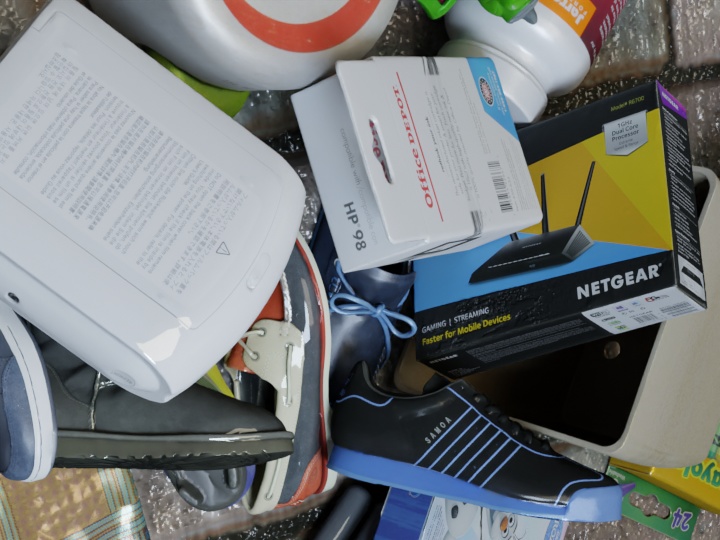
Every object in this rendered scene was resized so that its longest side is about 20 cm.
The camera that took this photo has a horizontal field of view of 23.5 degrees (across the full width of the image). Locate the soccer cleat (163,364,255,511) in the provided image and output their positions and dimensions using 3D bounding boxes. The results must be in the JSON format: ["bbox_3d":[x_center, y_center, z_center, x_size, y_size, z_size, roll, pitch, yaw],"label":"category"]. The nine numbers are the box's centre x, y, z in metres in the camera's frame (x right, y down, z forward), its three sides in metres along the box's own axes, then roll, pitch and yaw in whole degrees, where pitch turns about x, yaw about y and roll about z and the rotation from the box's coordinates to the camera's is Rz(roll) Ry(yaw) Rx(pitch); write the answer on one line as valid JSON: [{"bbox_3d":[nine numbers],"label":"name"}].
[{"bbox_3d":[-0.123,0.058,1.103,0.064,0.084,0.202,-22,94,5],"label":"soccer cleat"}]

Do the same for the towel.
[{"bbox_3d":[-0.210,0.124,1.064,0.146,0.022,0.202,-26,110,-31],"label":"towel"}]

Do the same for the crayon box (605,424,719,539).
[{"bbox_3d":[0.279,0.117,1.410,0.125,0.051,0.202,27,80,-36],"label":"crayon box"}]

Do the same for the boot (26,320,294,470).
[{"bbox_3d":[-0.126,0.016,1.032,0.180,0.073,0.202,3,75,-6],"label":"boot"}]

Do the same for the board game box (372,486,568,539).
[{"bbox_3d":[0.066,0.234,1.237,0.199,0.043,0.202,31,76,-52],"label":"board game box"}]

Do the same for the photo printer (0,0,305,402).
[{"bbox_3d":[-0.137,-0.036,0.964,0.199,0.069,0.167,36,61,-7],"label":"photo printer"}]

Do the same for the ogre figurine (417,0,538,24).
[{"bbox_3d":[0.053,-0.231,1.133,0.099,0.199,0.120,-58,144,-14],"label":"ogre figurine"}]

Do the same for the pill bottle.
[{"bbox_3d":[0.130,-0.198,1.222,0.113,0.113,0.201,39,72,-33],"label":"pill bottle"}]

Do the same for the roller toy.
[{"bbox_3d":[-0.069,-0.204,1.056,0.182,0.139,0.201,-36,115,-28],"label":"roller toy"}]

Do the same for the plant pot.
[{"bbox_3d":[0.178,0.039,1.247,0.177,0.199,0.201,31,77,-47],"label":"plant pot"}]

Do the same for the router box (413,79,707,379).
[{"bbox_3d":[0.128,-0.024,1.161,0.051,0.199,0.151,29,51,-47],"label":"router box"}]

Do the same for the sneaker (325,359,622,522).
[{"bbox_3d":[0.078,0.112,1.127,0.198,0.070,0.079,12,88,2],"label":"sneaker"}]

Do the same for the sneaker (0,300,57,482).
[{"bbox_3d":[-0.262,0.040,0.949,0.145,0.077,0.204,-18,75,-38],"label":"sneaker"}]

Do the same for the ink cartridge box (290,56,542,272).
[{"bbox_3d":[0.028,-0.068,1.071,0.199,0.066,0.117,-10,82,-58],"label":"ink cartridge box"}]

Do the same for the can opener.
[{"bbox_3d":[-0.039,0.243,1.196,0.201,0.052,0.067,-58,158,-15],"label":"can opener"}]

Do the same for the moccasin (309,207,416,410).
[{"bbox_3d":[0.000,0.000,1.176,0.080,0.068,0.202,5,93,-37],"label":"moccasin"}]

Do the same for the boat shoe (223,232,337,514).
[{"bbox_3d":[-0.060,0.062,1.142,0.062,0.071,0.202,-15,109,-31],"label":"boat shoe"}]
